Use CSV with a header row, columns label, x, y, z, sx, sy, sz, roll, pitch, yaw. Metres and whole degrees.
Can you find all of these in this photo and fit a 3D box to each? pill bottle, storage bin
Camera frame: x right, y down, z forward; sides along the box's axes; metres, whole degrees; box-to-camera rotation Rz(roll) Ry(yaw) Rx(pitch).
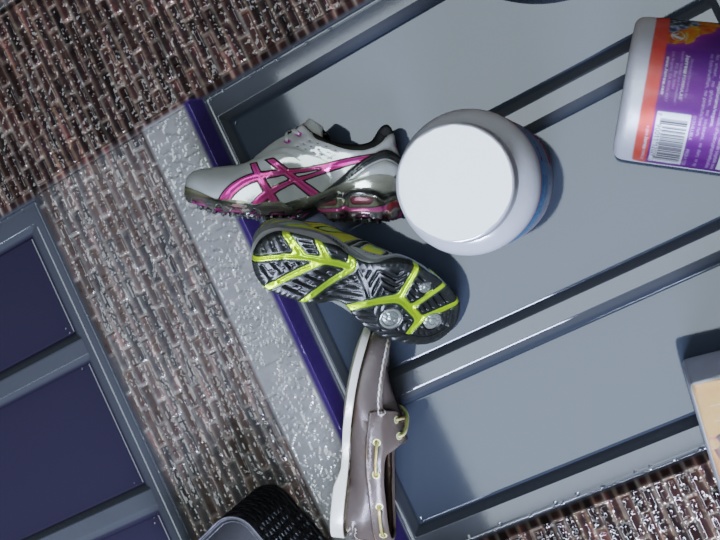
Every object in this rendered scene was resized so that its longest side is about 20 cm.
label,x,y,z,sx,sy,sz,roll,pitch,yaw
pill bottle,0.090,-0.069,0.728,0.108,0.200,0.110,2,96,15
storage bin,-0.079,0.320,0.868,0.135,0.094,0.200,-44,82,15
pill bottle,0.301,-0.126,0.709,0.199,0.111,0.112,10,98,14

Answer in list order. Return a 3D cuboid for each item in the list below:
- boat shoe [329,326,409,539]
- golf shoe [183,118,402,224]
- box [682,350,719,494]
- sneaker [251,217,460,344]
label,x,y,z,sx,sy,sz,roll,pitch,yaw
boat shoe,0.013,0.149,0.839,0.059,0.072,0.201,8,101,9
golf shoe,-0.060,-0.088,0.839,0.199,0.073,0.093,0,91,7
box,0.354,0.154,0.723,0.151,0.106,0.201,-17,90,16
sneaker,0.000,0.000,0.807,0.199,0.077,0.076,25,110,-22
